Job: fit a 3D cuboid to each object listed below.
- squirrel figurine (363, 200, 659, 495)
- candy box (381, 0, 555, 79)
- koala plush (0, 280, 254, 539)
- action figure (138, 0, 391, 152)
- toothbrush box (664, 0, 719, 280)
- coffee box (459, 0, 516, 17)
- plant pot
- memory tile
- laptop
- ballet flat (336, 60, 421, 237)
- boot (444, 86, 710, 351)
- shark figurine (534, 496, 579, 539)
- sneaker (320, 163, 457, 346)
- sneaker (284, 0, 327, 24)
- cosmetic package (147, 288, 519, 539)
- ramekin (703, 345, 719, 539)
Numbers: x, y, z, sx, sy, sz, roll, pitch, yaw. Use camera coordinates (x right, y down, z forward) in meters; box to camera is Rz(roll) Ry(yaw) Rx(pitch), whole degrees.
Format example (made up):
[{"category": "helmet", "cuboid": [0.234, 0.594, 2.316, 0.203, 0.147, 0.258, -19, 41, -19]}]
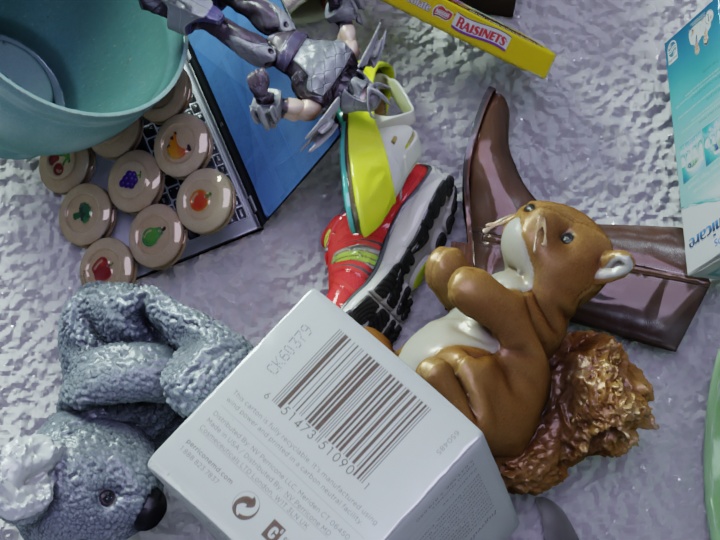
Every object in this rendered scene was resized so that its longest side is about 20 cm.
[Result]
[{"category": "squirrel figurine", "cuboid": [0.125, 0.054, 1.394, 0.187, 0.141, 0.200, -46, 107, -13]}, {"category": "candy box", "cuboid": [0.050, -0.208, 1.490, 0.199, 0.102, 0.027, 24, 99, -18]}, {"category": "koala plush", "cuboid": [-0.179, 0.125, 1.373, 0.183, 0.178, 0.201, 28, 71, 23]}, {"category": "action figure", "cuboid": [-0.064, -0.168, 1.407, 0.199, 0.070, 0.131, 31, 58, 6]}, {"category": "toothbrush box", "cuboid": [0.322, -0.093, 1.464, 0.145, 0.085, 0.202, 6, 66, -22]}, {"category": "coffee box", "cuboid": [0.103, -0.324, 1.567, 0.079, 0.115, 0.202, 8, 70, 4]}, {"category": "plant pot", "cuboid": [-0.247, -0.167, 1.438, 0.199, 0.134, 0.202, 19, 53, -26]}, {"category": "memory tile", "cuboid": [-0.185, -0.090, 1.494, 0.153, 0.017, 0.201, -32, 68, 19]}, {"category": "laptop", "cuboid": [-0.138, -0.123, 1.490, 0.198, 0.116, 0.188, -22, 69, -8]}, {"category": "ballet flat", "cuboid": [0.012, -0.102, 1.469, 0.066, 0.067, 0.201, -11, 38, 1]}, {"category": "boot", "cuboid": [0.174, -0.040, 1.479, 0.198, 0.064, 0.188, 7, 82, 7]}, {"category": "shark figurine", "cuboid": [0.108, 0.229, 1.364, 0.213, 0.090, 0.129, -23, 68, -10]}, {"category": "sneaker", "cuboid": [0.000, 0.000, 1.474, 0.084, 0.077, 0.201, 20, 64, 29]}, {"category": "sneaker", "cuboid": [-0.005, -0.272, 1.570, 0.199, 0.075, 0.105, -32, 73, -8]}, {"category": "cosmetic package", "cuboid": [-0.012, 0.153, 1.315, 0.165, 0.200, 0.165, 39, 79, 25]}, {"category": "ramekin", "cuboid": [0.315, 0.124, 1.347, 0.097, 0.200, 0.202, 5, 68, -5]}]
